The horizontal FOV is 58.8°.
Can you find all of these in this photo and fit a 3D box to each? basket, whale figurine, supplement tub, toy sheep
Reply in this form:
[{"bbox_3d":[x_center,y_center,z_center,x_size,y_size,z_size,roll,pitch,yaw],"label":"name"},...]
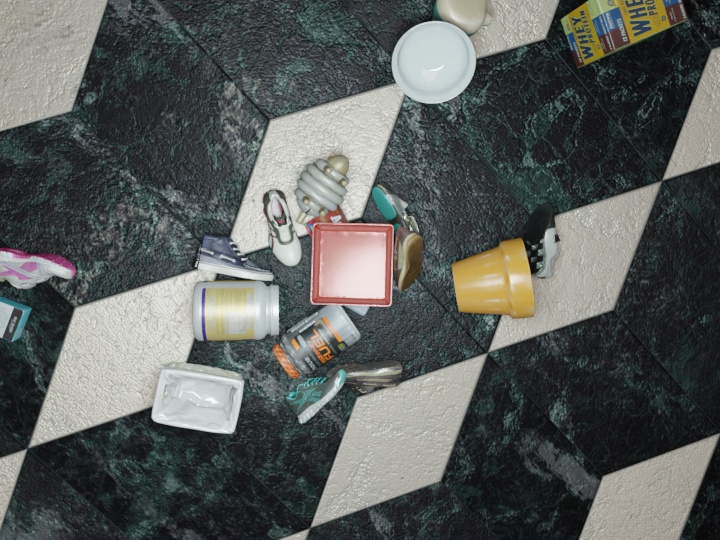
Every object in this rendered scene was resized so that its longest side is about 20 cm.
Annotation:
[{"bbox_3d":[-0.393,0.305,1.568,0.199,0.123,0.136,11,94,-9],"label":"basket"},{"bbox_3d":[0.258,-0.659,1.586,0.159,0.104,0.200,38,65,-9],"label":"whale figurine"},{"bbox_3d":[-0.298,0.097,1.549,0.199,0.145,0.146,0,96,-7],"label":"supplement tub"},{"bbox_3d":[-0.111,0.173,1.592,0.200,0.123,0.123,-36,99,-2],"label":"supplement tub"},{"bbox_3d":[-0.096,-0.197,1.555,0.138,0.138,0.200,40,97,-9],"label":"toy sheep"}]

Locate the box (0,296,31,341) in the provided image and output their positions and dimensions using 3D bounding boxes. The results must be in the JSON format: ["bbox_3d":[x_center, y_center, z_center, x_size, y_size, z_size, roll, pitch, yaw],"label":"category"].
[{"bbox_3d":[-0.901,0.092,1.517,0.199,0.049,0.083,23,92,-9],"label":"box"}]

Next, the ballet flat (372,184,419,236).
[{"bbox_3d":[0.099,-0.136,1.627,0.072,0.072,0.201,-29,99,-4],"label":"ballet flat"}]

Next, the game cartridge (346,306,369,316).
[{"bbox_3d":[0.000,0.000,1.635,0.133,0.040,0.200,29,91,-6],"label":"game cartridge"}]

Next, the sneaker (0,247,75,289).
[{"bbox_3d":[-0.778,0.003,1.514,0.199,0.081,0.089,9,96,0],"label":"sneaker"}]

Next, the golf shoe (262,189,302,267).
[{"bbox_3d":[-0.197,-0.100,1.573,0.077,0.088,0.201,-18,99,-7],"label":"golf shoe"}]

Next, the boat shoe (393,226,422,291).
[{"bbox_3d":[0.106,-0.031,1.594,0.072,0.200,0.072,-36,59,-25],"label":"boat shoe"}]

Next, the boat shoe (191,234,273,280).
[{"bbox_3d":[-0.307,-0.032,1.572,0.199,0.075,0.093,11,87,-15],"label":"boat shoe"}]

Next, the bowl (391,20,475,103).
[{"bbox_3d":[0.177,-0.519,1.561,0.200,0.090,0.202,2,127,3],"label":"bowl"}]

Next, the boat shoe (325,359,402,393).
[{"bbox_3d":[0.012,0.281,1.644,0.199,0.075,0.074,-4,102,-1],"label":"boat shoe"}]

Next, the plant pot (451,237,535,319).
[{"bbox_3d":[0.330,0.031,1.614,0.183,0.200,0.201,-9,97,10],"label":"plant pot"}]

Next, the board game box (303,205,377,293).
[{"bbox_3d":[-0.050,-0.054,1.600,0.103,0.019,0.200,-30,86,1],"label":"board game box"}]

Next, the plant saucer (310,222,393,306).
[{"bbox_3d":[-0.020,-0.014,1.568,0.199,0.037,0.201,1,87,4],"label":"plant saucer"}]

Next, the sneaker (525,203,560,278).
[{"bbox_3d":[0.483,-0.074,1.678,0.088,0.074,0.201,20,77,-38],"label":"sneaker"}]

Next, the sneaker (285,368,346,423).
[{"bbox_3d":[-0.117,0.301,1.603,0.091,0.078,0.200,46,116,2],"label":"sneaker"}]

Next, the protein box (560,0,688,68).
[{"bbox_3d":[0.642,-0.619,1.576,0.199,0.199,0.135,-24,98,-4],"label":"protein box"}]
